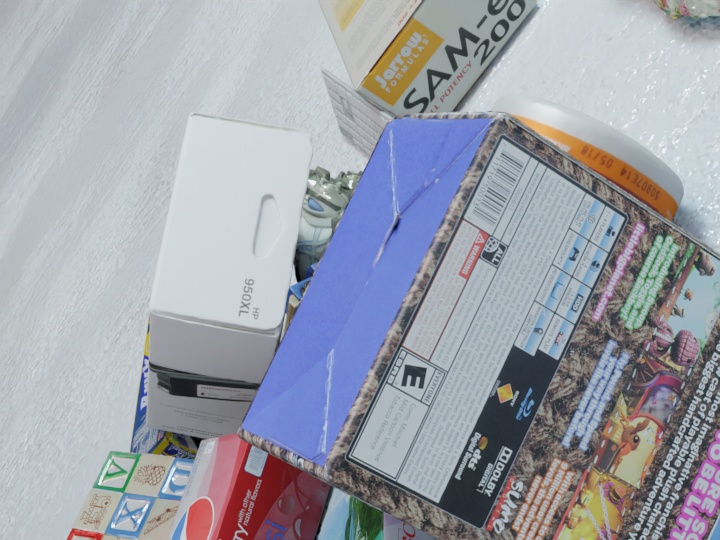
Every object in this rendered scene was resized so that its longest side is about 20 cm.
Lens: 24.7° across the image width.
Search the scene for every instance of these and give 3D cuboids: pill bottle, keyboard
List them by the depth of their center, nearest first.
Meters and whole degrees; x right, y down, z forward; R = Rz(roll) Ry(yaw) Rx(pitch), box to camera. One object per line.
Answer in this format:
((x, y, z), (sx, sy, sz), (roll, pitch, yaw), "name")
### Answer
((0.078, 0.020, 0.868), (0.201, 0.114, 0.114), (-63, 25, -5), "pill bottle")
((0.008, -0.102, 1.205), (0.011, 0.056, 0.200), (-28, 25, -8), "keyboard")

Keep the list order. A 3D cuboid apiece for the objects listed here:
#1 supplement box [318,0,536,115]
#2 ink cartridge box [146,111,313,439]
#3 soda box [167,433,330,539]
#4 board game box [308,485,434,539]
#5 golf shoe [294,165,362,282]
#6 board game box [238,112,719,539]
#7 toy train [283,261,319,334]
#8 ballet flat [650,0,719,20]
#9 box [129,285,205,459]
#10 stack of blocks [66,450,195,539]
((0.043, -0.202, 1.216), (0.126, 0.073, 0.200), (-51, 26, 19), "supplement box")
((-0.089, 0.010, 1.082), (0.200, 0.084, 0.145), (107, 171, -63), "ink cartridge box")
((-0.083, 0.196, 0.946), (0.070, 0.063, 0.201), (-19, 47, 54), "soda box")
((-0.033, 0.195, 0.977), (0.200, 0.041, 0.200), (-43, 30, 33), "board game box")
((0.000, 0.000, 1.114), (0.200, 0.078, 0.098), (-127, 49, -66), "golf shoe")
((0.078, 0.049, 0.716), (0.160, 0.199, 0.097), (-63, 25, -8), "board game box")
((0.033, -0.009, 0.932), (0.046, 0.199, 0.034), (48, 147, 25), "toy train")
((0.177, -0.194, 0.967), (0.076, 0.064, 0.200), (-58, 25, 4), "ballet flat")
((-0.123, 0.078, 1.236), (0.064, 0.070, 0.201), (-44, 30, 35), "box")
((-0.160, 0.212, 1.009), (0.115, 0.059, 0.201), (2, 55, 36), "stack of blocks")
